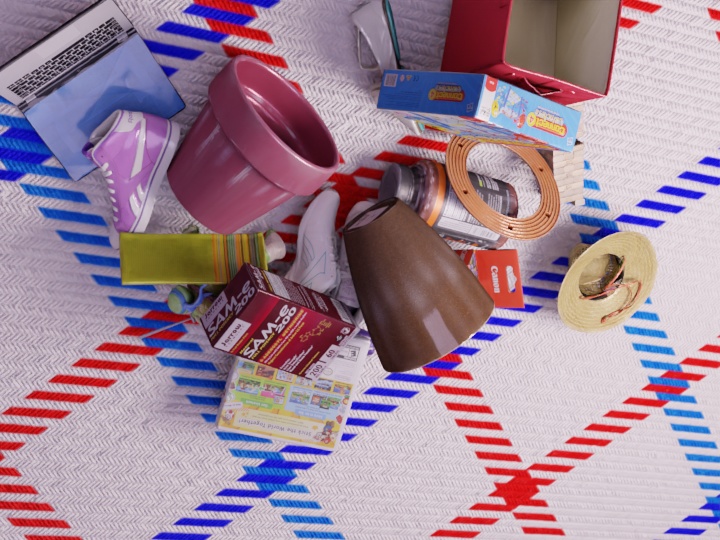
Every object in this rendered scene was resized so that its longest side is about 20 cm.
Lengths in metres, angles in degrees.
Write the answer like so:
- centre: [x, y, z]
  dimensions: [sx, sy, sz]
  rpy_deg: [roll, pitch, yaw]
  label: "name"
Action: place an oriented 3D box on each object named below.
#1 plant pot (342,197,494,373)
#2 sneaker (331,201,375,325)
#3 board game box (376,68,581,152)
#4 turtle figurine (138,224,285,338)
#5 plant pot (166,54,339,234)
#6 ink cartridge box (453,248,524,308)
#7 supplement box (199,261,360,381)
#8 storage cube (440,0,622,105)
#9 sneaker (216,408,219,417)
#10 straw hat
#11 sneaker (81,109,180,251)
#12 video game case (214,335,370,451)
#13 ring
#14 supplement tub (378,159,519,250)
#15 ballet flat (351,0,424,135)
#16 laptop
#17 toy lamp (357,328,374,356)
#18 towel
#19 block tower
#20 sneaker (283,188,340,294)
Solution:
- centre: [0.061, 0.007, 1.560]
  dimensions: [0.185, 0.187, 0.202]
  rpy_deg: [-32, 104, -2]
  label: "plant pot"
- centre: [0.000, 0.000, 1.639]
  dimensions: [0.074, 0.100, 0.203]
  rpy_deg: [10, 112, 4]
  label: "sneaker"
- centre: [0.157, -0.215, 1.484]
  dimensions: [0.194, 0.199, 0.057]
  rpy_deg: [12, 92, -39]
  label: "board game box"
- centre: [-0.215, 0.002, 1.587]
  dimensions: [0.192, 0.199, 0.146]
  rpy_deg: [-16, 93, -35]
  label: "turtle figurine"
- centre: [-0.156, -0.153, 1.479]
  dimensions: [0.179, 0.201, 0.199]
  rpy_deg: [-40, 121, 21]
  label: "plant pot"
- centre: [0.143, 0.027, 1.678]
  dimensions: [0.197, 0.051, 0.110]
  rpy_deg: [-1, 121, 19]
  label: "ink cartridge box"
- centre: [-0.107, 0.073, 1.508]
  dimensions: [0.199, 0.061, 0.109]
  rpy_deg: [23, 115, -43]
  label: "supplement box"
- centre: [0.228, -0.326, 1.493]
  dimensions: [0.168, 0.179, 0.204]
  rpy_deg: [12, 86, -23]
  label: "storage cube"
- centre: [-0.130, 0.196, 1.718]
  dimensions: [0.197, 0.077, 0.081]
  rpy_deg: [-13, 98, -18]
  label: "sneaker"
- centre: [0.376, 0.001, 1.780]
  dimensions: [0.198, 0.085, 0.204]
  rpy_deg: [-15, 129, -19]
  label: "straw hat"
- centre: [-0.327, -0.124, 1.483]
  dimensions: [0.113, 0.073, 0.203]
  rpy_deg: [12, 114, -29]
  label: "sneaker"
- centre: [-0.101, 0.167, 1.659]
  dimensions: [0.197, 0.023, 0.185]
  rpy_deg: [14, 99, -22]
  label: "video game case"
- centre: [0.207, -0.129, 1.619]
  dimensions: [0.197, 0.203, 0.019]
  rpy_deg: [12, 146, -23]
  label: "ring"
- centre: [0.127, -0.101, 1.637]
  dimensions: [0.197, 0.107, 0.108]
  rpy_deg: [13, 109, -23]
  label: "supplement tub"
- centre: [0.035, -0.280, 1.553]
  dimensions: [0.069, 0.070, 0.202]
  rpy_deg: [-23, 116, -7]
  label: "ballet flat"
- centre: [-0.345, -0.226, 1.416]
  dimensions: [0.186, 0.200, 0.117]
  rpy_deg: [-34, 86, -1]
  label: "laptop"
- centre: [-0.073, 0.105, 1.694]
  dimensions: [0.197, 0.058, 0.059]
  rpy_deg: [7, 112, -19]
  label: "toy lamp"
- centre: [-0.223, -0.017, 1.487]
  dimensions: [0.196, 0.087, 0.018]
  rpy_deg: [0, 140, -17]
  label: "towel"
- centre: [0.304, -0.196, 1.682]
  dimensions: [0.057, 0.054, 0.203]
  rpy_deg: [-14, 117, -11]
  label: "block tower"
- centre: [-0.058, -0.017, 1.606]
  dimensions: [0.079, 0.070, 0.203]
  rpy_deg: [19, 94, 20]
  label: "sneaker"
